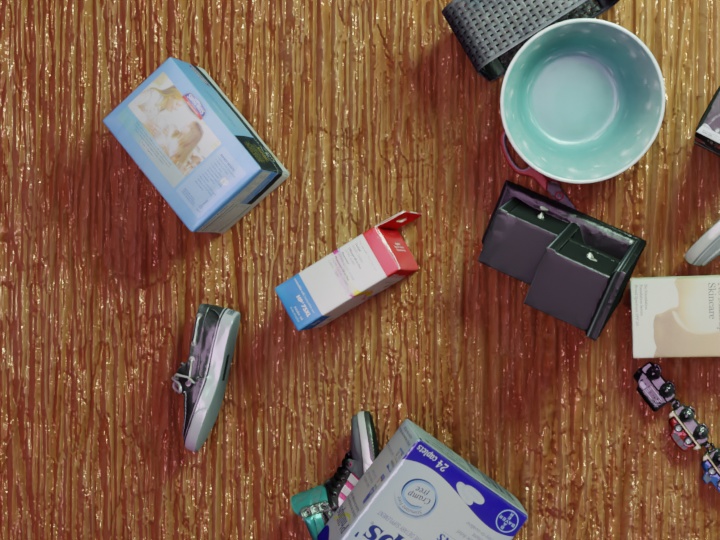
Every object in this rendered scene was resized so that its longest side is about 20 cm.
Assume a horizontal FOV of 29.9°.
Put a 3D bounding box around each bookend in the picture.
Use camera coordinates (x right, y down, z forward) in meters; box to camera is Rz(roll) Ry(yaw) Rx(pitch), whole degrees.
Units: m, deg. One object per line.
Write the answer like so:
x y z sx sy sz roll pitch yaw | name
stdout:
0.232 -0.018 1.660 0.200 0.199 0.092 25 109 13 | bookend

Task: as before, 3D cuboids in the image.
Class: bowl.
0.272 -0.213 1.688 0.200 0.105 0.201 0 99 2 | bowl

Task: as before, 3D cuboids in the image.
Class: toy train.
0.414 0.205 1.710 0.046 0.034 0.200 -39 82 15 | toy train

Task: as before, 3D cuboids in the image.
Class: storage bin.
0.216 -0.334 1.695 0.200 0.135 0.094 -32 84 12 | storage bin

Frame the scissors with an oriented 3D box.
0.247 -0.104 1.758 0.073 0.014 0.200 -23 87 11 | scissors

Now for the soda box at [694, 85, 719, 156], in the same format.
0.442 -0.171 1.610 0.071 0.200 0.063 29 97 12 | soda box

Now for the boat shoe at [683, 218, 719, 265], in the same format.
0.496 -0.058 1.666 0.201 0.070 0.072 -37 79 9 | boat shoe

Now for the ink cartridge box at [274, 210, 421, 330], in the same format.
0.000 0.000 1.766 0.200 0.116 0.067 -31 83 13 | ink cartridge box

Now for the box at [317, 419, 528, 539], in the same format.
0.077 0.328 1.720 0.184 0.105 0.200 36 93 -11 | box

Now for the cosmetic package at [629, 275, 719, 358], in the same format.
0.439 0.057 1.681 0.199 0.071 0.106 -3 90 14 | cosmetic package

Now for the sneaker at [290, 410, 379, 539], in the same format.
-0.033 0.289 1.801 0.120 0.084 0.201 -3 92 4 | sneaker

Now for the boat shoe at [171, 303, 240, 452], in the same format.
-0.221 0.145 1.845 0.068 0.074 0.200 14 94 9 | boat shoe

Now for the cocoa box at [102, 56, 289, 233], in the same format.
-0.218 -0.164 1.809 0.133 0.131 0.200 -41 82 11 | cocoa box
